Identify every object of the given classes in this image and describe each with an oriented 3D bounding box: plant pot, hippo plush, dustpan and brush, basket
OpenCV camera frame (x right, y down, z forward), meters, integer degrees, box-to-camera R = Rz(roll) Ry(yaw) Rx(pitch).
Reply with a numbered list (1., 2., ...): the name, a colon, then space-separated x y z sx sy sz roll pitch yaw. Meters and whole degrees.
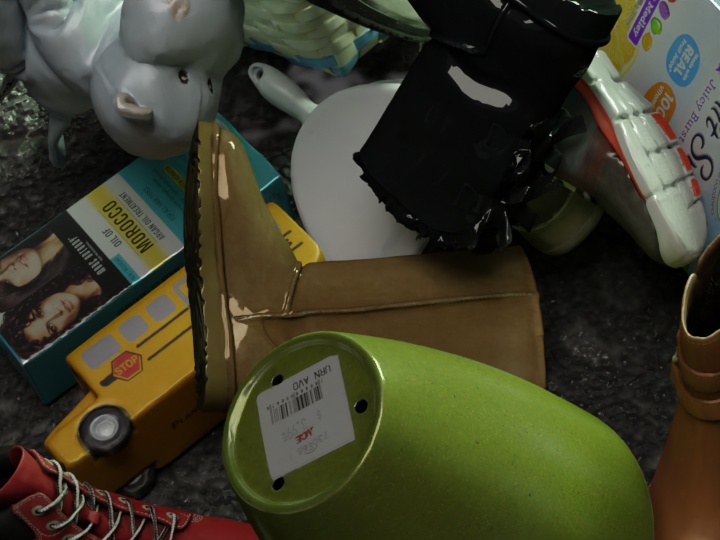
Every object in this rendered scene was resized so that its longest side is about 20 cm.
1. plant pot: 0.022 0.114 1.013 0.186 0.200 0.188 -18 55 27
2. hippo plush: -0.158 -0.136 1.189 0.161 0.159 0.201 35 104 41
3. dustpan and brush: -0.012 -0.080 1.254 0.200 0.057 0.140 37 106 26
4. basket: -0.058 -0.235 1.285 0.176 0.200 0.139 25 66 41

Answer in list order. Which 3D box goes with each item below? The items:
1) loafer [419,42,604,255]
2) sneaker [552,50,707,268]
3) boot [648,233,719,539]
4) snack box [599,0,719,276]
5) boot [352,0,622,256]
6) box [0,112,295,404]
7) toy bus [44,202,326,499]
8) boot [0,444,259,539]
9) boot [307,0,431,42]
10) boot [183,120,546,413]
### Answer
1. loafer: 0.085 -0.088 1.234 0.076 0.068 0.201 -49 44 21
2. sneaker: 0.124 -0.075 1.155 0.082 0.077 0.201 -40 69 26
3. boot: 0.191 0.081 1.058 0.076 0.156 0.201 20 63 23
4. snack box: 0.203 -0.095 1.180 0.053 0.143 0.200 -9 49 -33
5. boot: 0.043 -0.118 1.125 0.198 0.163 0.073 39 28 24
6. box: -0.145 -0.012 1.257 0.200 0.049 0.082 -37 57 -13
7. toy bus: -0.104 0.052 1.196 0.200 0.065 0.078 -38 57 -14
8. boot: -0.126 0.145 1.092 0.198 0.145 0.073 1 55 11
9. boot: -0.001 -0.216 1.177 0.068 0.199 0.131 28 98 42
10. boot: 0.000 0.000 1.154 0.198 0.066 0.177 -2 82 -14
